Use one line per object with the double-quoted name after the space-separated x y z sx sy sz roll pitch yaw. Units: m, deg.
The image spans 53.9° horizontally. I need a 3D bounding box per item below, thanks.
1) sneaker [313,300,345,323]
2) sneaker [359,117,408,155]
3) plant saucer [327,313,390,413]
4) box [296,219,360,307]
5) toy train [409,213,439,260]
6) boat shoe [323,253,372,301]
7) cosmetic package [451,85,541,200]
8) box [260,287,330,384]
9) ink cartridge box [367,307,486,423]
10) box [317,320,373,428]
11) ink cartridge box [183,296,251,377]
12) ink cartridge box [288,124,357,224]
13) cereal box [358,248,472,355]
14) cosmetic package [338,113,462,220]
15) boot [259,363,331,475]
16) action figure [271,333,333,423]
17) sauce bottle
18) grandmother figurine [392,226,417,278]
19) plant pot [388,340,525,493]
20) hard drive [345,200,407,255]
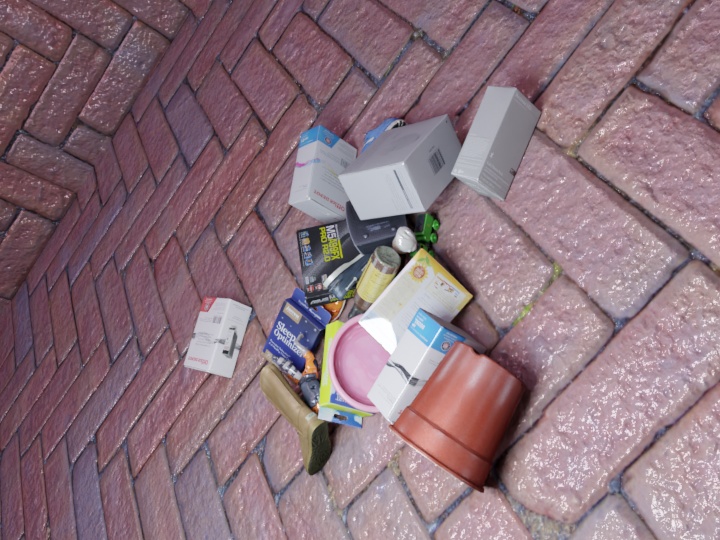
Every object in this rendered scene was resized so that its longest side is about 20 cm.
-0.109 0.104 1.701 0.200 0.076 0.074 -44 43 21 "sneaker"
0.038 -0.293 1.752 0.201 0.078 0.089 -49 35 6 "sneaker"
0.029 0.191 1.456 0.051 0.195 0.206 106 173 -71 "plant saucer"
-0.064 -0.022 1.675 0.156 0.045 0.204 -12 55 1 "box"
0.130 -0.027 1.523 0.041 0.056 0.205 -5 67 45 "toy train"
0.000 0.000 1.569 0.062 0.199 0.075 49 134 5 "boat shoe"
0.277 -0.261 1.444 0.090 0.106 0.204 26 92 50 "cosmetic package"
-0.155 0.155 1.682 0.120 0.032 0.203 36 115 21 "box"
0.125 0.195 1.349 0.203 0.143 0.084 -59 40 6 "ink cartridge box"
-0.024 0.222 1.511 0.047 0.120 0.205 -24 53 49 "box"
-0.396 0.184 1.964 0.145 0.082 0.205 1 71 48 "ink cartridge box"
-0.094 -0.239 1.802 0.083 0.143 0.205 -12 62 42 "ink cartridge box"
0.110 0.078 1.423 0.144 0.040 0.201 43 93 10 "cereal box"
0.094 -0.222 1.548 0.197 0.125 0.200 -2 36 45 "cosmetic package"
-0.146 0.327 1.562 0.199 0.065 0.179 38 135 36 "boot"
-0.130 0.277 1.605 0.201 0.104 0.195 -50 62 23 "action figure"
0.022 0.037 1.477 0.202 0.063 0.066 118 147 -43 "sauce bottle"
0.070 -0.004 1.507 0.123 0.059 0.203 -104 26 -49 "grandmother figurine"
0.181 0.246 1.244 0.199 0.200 0.198 27 82 49 "plant pot"
0.036 -0.109 1.605 0.132 0.043 0.202 -14 34 1 "hard drive"
